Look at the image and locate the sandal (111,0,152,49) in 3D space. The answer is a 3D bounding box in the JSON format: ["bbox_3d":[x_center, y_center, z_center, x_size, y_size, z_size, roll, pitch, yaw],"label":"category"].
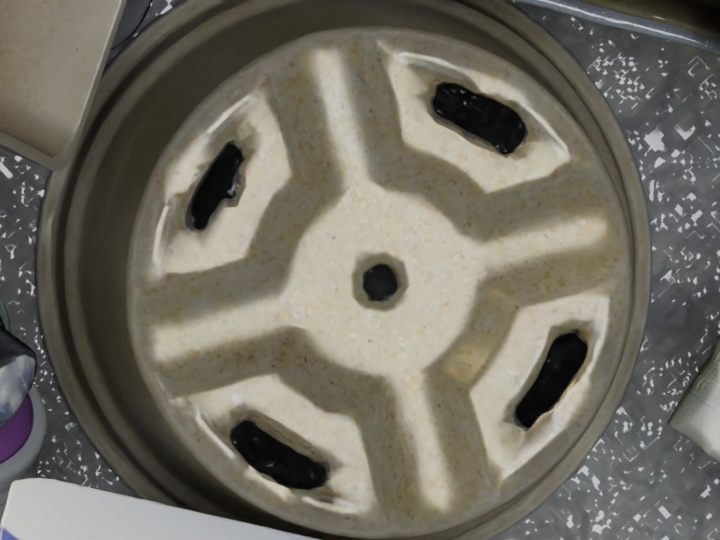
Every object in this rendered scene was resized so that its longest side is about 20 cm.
[{"bbox_3d":[-0.067,-0.164,0.861,0.075,0.045,0.201,15,90,-3],"label":"sandal"}]

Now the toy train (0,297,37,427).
[{"bbox_3d":[-0.186,0.001,0.770,0.200,0.085,0.114,36,71,20],"label":"toy train"}]

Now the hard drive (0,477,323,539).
[{"bbox_3d":[-0.045,0.129,0.802,0.131,0.200,0.025,13,57,-3],"label":"hard drive"}]

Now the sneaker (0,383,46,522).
[{"bbox_3d":[-0.194,0.064,0.829,0.199,0.100,0.075,8,50,2],"label":"sneaker"}]

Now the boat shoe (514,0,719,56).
[{"bbox_3d":[0.094,-0.083,0.796,0.201,0.074,0.065,26,80,13],"label":"boat shoe"}]

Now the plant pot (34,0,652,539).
[{"bbox_3d":[0.000,0.000,0.800,0.200,0.183,0.201,0,91,-3],"label":"plant pot"}]

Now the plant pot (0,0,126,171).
[{"bbox_3d":[-0.152,-0.160,0.724,0.176,0.200,0.201,19,88,13],"label":"plant pot"}]

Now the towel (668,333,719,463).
[{"bbox_3d":[0.221,0.023,0.827,0.192,0.035,0.200,33,95,-8],"label":"towel"}]
